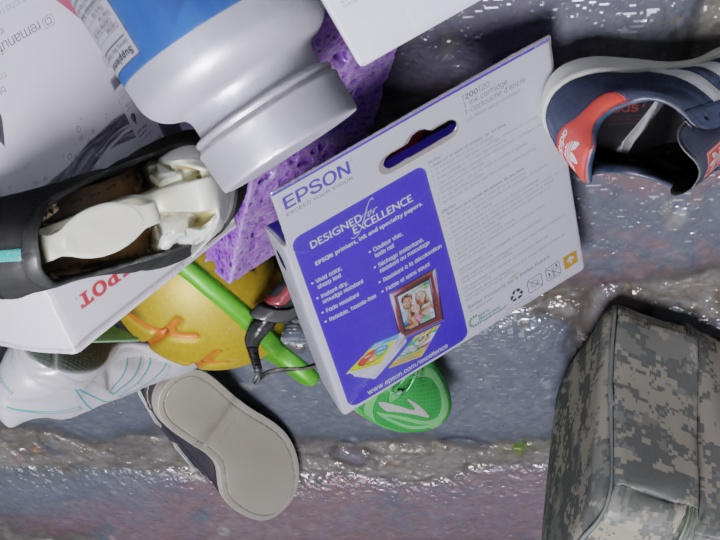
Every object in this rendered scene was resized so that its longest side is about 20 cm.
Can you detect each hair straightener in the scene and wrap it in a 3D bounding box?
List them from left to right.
[{"bbox_3d":[0.000,0.000,0.990,0.077,0.041,0.200,38,89,-23],"label":"hair straightener"}]

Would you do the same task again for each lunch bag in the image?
[{"bbox_3d":[0.225,0.146,1.068,0.167,0.200,0.139,15,137,-5],"label":"lunch bag"}]

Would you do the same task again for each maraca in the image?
[{"bbox_3d":[-0.102,0.020,1.058,0.107,0.137,0.200,-50,133,-6],"label":"maraca"}]

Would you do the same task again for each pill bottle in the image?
[{"bbox_3d":[-0.088,-0.145,0.778,0.112,0.112,0.200,-31,93,35],"label":"pill bottle"}]

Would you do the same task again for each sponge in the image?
[{"bbox_3d":[-0.034,-0.088,0.933,0.030,0.112,0.200,41,140,22],"label":"sponge"}]

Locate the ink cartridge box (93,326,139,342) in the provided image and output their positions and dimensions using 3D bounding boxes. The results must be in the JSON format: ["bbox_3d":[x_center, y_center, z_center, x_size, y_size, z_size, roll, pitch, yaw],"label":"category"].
[{"bbox_3d":[-0.238,-0.016,0.983,0.200,0.059,0.104,24,-170,31],"label":"ink cartridge box"}]

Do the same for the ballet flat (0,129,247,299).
[{"bbox_3d":[-0.115,-0.028,0.812,0.068,0.200,0.068,-2,108,44],"label":"ballet flat"}]

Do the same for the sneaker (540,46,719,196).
[{"bbox_3d":[0.210,-0.085,0.892,0.200,0.085,0.075,-9,132,0],"label":"sneaker"}]

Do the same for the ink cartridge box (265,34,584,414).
[{"bbox_3d":[0.042,-0.032,0.949,0.198,0.043,0.200,-30,136,-14],"label":"ink cartridge box"}]

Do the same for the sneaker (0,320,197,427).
[{"bbox_3d":[-0.184,0.061,1.083,0.080,0.070,0.200,-48,158,27],"label":"sneaker"}]

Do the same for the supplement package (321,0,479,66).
[{"bbox_3d":[-0.001,-0.207,0.715,0.109,0.200,0.114,-29,129,4],"label":"supplement package"}]

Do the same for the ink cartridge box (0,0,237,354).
[{"bbox_3d":[-0.173,-0.074,0.859,0.085,0.146,0.200,5,126,42],"label":"ink cartridge box"}]

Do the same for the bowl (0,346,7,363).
[{"bbox_3d":[-0.336,0.022,1.081,0.199,0.075,0.200,16,175,-5],"label":"bowl"}]

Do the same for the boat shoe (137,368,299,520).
[{"bbox_3d":[-0.115,0.129,1.230,0.063,0.073,0.200,32,164,45],"label":"boat shoe"}]

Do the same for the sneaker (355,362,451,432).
[{"bbox_3d":[0.012,0.057,1.085,0.074,0.084,0.200,-42,129,-9],"label":"sneaker"}]
